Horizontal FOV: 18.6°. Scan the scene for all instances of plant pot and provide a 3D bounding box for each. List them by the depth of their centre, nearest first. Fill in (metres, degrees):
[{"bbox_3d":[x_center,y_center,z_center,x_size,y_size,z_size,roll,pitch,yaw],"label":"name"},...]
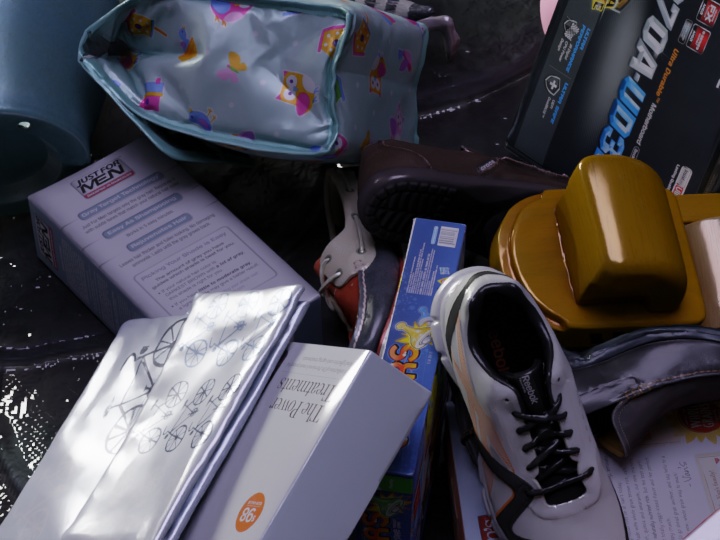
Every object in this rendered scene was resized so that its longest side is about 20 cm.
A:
[{"bbox_3d":[-0.259,-0.149,1.532,0.199,0.200,0.189,-5,60,-4],"label":"plant pot"}]

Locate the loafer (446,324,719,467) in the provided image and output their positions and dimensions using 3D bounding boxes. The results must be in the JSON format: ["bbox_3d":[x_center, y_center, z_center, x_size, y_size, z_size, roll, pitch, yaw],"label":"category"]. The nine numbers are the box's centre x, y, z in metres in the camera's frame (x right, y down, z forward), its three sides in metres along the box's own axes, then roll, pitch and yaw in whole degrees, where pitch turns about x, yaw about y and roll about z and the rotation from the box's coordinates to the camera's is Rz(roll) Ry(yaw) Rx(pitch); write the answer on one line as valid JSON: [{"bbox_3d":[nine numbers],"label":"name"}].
[{"bbox_3d":[0.153,0.079,1.309,0.199,0.073,0.073,-6,65,2],"label":"loafer"}]

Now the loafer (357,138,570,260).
[{"bbox_3d":[0.083,-0.053,1.458,0.199,0.073,0.071,13,38,-32],"label":"loafer"}]

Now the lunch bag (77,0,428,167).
[{"bbox_3d":[-0.075,-0.131,1.501,0.199,0.122,0.170,6,3,19],"label":"lunch bag"}]

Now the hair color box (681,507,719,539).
[{"bbox_3d":[0.187,0.217,1.206,0.200,0.064,0.111,-37,67,-14],"label":"hair color box"}]

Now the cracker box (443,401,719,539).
[{"bbox_3d":[0.155,0.139,1.328,0.199,0.058,0.134,-3,45,-3],"label":"cracker box"}]

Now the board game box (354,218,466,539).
[{"bbox_3d":[0.031,0.086,1.328,0.034,0.136,0.200,8,46,7],"label":"board game box"}]

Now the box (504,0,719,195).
[{"bbox_3d":[0.198,-0.134,1.494,0.159,0.200,0.046,37,31,30],"label":"box"}]

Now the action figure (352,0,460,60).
[{"bbox_3d":[-0.016,-0.217,1.646,0.193,0.105,0.200,34,57,18],"label":"action figure"}]

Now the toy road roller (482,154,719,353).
[{"bbox_3d":[0.179,-0.001,1.373,0.199,0.146,0.123,-2,62,-15],"label":"toy road roller"}]

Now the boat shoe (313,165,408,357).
[{"bbox_3d":[0.000,0.000,1.451,0.062,0.071,0.200,13,40,-6],"label":"boat shoe"}]

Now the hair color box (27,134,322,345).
[{"bbox_3d":[-0.124,0.003,1.464,0.099,0.061,0.200,-30,53,-25],"label":"hair color box"}]

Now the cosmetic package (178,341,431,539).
[{"bbox_3d":[-0.058,0.115,1.249,0.151,0.052,0.200,-61,23,-13],"label":"cosmetic package"}]

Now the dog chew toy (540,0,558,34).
[{"bbox_3d":[0.223,-0.163,1.578,0.124,0.125,0.200,-33,62,-26],"label":"dog chew toy"}]

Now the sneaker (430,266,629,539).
[{"bbox_3d":[0.095,0.092,1.233,0.074,0.080,0.201,-25,87,-8],"label":"sneaker"}]

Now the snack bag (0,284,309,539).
[{"bbox_3d":[-0.130,0.091,1.299,0.200,0.021,0.189,-6,49,52],"label":"snack bag"}]
